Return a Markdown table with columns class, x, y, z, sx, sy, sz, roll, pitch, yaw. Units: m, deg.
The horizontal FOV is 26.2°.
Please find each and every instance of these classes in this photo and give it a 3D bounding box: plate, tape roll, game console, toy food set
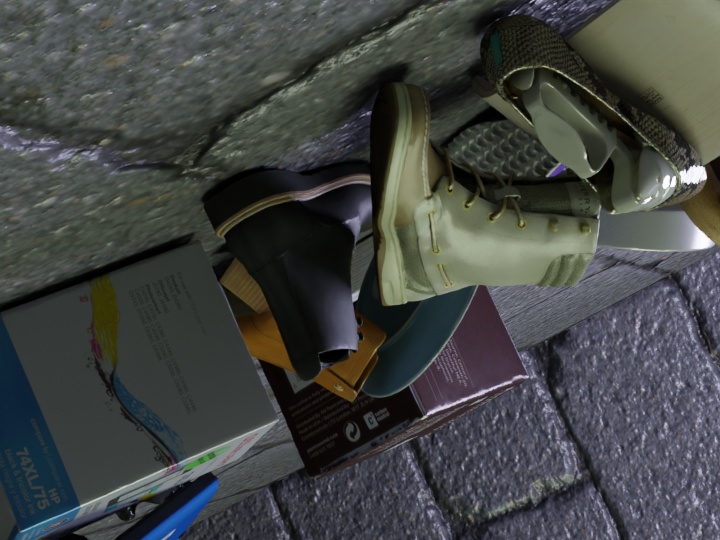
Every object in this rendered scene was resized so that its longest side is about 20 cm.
| class | x | y | z | sx | sy | sz | roll | pitch | yaw |
| --- | --- | --- | --- | --- | --- | --- | --- | --- | --- |
| plate | 0.041 | 0.006 | 1.262 | 0.025 | 0.202 | 0.200 | 26 | 144 | -22 |
| tape roll | 0.212 | -0.055 | 1.345 | 0.200 | 0.038 | 0.203 | 7 | -168 | -1 |
| game console | -0.227 | 0.208 | 1.173 | 0.171 | 0.118 | 0.200 | -51 | 173 | 22 |
| toy food set | 0.190 | -0.135 | 1.018 | 0.143 | 0.061 | 0.199 | 33 | 133 | -25 |

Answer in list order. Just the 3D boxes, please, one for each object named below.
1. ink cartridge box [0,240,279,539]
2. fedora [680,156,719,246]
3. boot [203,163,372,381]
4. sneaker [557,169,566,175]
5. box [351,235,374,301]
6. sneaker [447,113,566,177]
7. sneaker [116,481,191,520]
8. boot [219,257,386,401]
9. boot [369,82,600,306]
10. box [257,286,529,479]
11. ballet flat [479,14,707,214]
| class | x | y | z | sx | sy | sz | roll | pitch | yaw |
| --- | --- | --- | --- | --- | --- | --- | --- | --- | --- |
| ink cartridge box | -0.187 | 0.095 | 1.118 | 0.198 | 0.147 | 0.147 | -22 | 170 | -23 |
| fedora | 0.282 | -0.108 | 1.166 | 0.199 | 0.203 | 0.082 | -21 | -174 | -24 |
| boot | -0.021 | 0.003 | 1.095 | 0.077 | 0.140 | 0.199 | -32 | 169 | 32 |
| sneaker | 0.232 | -0.111 | 1.272 | 0.197 | 0.072 | 0.099 | -5 | 177 | 7 |
| box | 0.000 | 0.000 | 1.414 | 0.199 | 0.042 | 0.039 | -31 | 169 | 20 |
| sneaker | 0.152 | -0.105 | 1.176 | 0.199 | 0.070 | 0.099 | -33 | 170 | 38 |
| sneaker | -0.236 | 0.255 | 1.962 | 0.198 | 0.091 | 0.066 | -26 | 171 | -3 |
| boot | -0.064 | 0.063 | 1.252 | 0.071 | 0.143 | 0.201 | -55 | -177 | -31 |
| boot | 0.083 | -0.051 | 1.028 | 0.152 | 0.073 | 0.201 | -3 | 143 | 0 |
| box | 0.029 | 0.085 | 1.552 | 0.165 | 0.166 | 0.199 | -33 | 168 | 36 |
| ballet flat | 0.149 | -0.081 | 0.981 | 0.199 | 0.076 | 0.068 | 36 | 126 | -28 |
